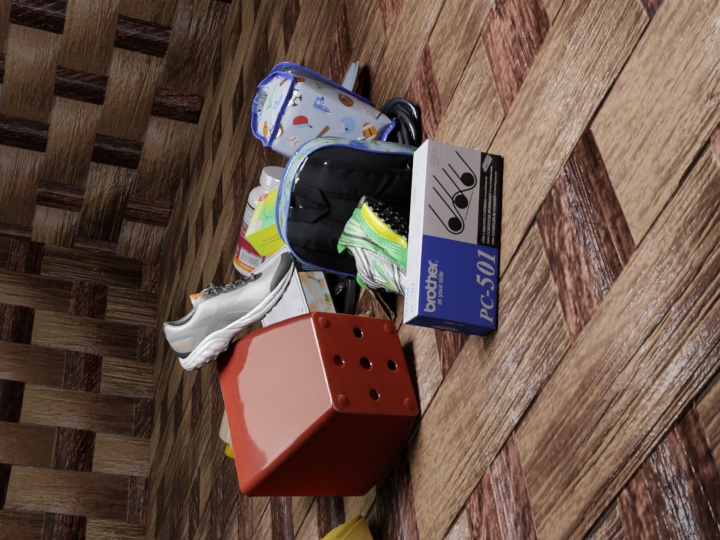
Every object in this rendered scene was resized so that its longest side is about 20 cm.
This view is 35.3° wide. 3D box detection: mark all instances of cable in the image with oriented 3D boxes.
[{"bbox_3d":[0.043,-0.145,1.596,0.163,0.050,0.202,127,153,-49],"label":"cable"}]

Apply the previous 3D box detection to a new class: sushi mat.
[{"bbox_3d":[0.000,0.000,1.605,0.096,0.012,0.200,57,179,-23],"label":"sushi mat"}]

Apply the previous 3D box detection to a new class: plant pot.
[{"bbox_3d":[-0.041,0.157,1.422,0.176,0.198,0.202,-41,53,41],"label":"plant pot"}]

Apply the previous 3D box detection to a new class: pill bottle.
[{"bbox_3d":[-0.168,-0.089,2.147,0.113,0.112,0.202,-115,38,-63],"label":"pill bottle"}]

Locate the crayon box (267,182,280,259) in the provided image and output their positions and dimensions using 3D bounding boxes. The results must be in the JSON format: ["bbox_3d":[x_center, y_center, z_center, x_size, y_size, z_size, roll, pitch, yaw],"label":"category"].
[{"bbox_3d":[-0.120,-0.044,1.884,0.126,0.051,0.202,168,105,-73],"label":"crayon box"}]

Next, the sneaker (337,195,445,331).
[{"bbox_3d":[0.048,0.004,1.323,0.086,0.078,0.200,-55,53,19],"label":"sneaker"}]

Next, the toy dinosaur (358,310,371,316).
[{"bbox_3d":[-0.010,0.147,1.578,0.101,0.058,0.201,118,156,-44],"label":"toy dinosaur"}]

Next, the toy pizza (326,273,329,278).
[{"bbox_3d":[-0.091,-0.010,1.960,0.200,0.031,0.203,-170,90,-74],"label":"toy pizza"}]

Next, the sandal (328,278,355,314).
[{"bbox_3d":[-0.050,0.058,1.782,0.200,0.045,0.076,126,149,-57],"label":"sandal"}]

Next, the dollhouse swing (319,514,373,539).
[{"bbox_3d":[-0.020,0.457,1.478,0.182,0.176,0.200,-42,-4,-29],"label":"dollhouse swing"}]

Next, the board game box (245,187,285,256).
[{"bbox_3d":[-0.076,-0.102,1.726,0.199,0.048,0.102,-22,33,28],"label":"board game box"}]

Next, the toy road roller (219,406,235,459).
[{"bbox_3d":[-0.110,0.237,1.627,0.146,0.198,0.124,-51,-25,-78],"label":"toy road roller"}]

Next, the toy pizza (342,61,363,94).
[{"bbox_3d":[-0.031,-0.249,1.882,0.200,0.031,0.202,-160,90,-83],"label":"toy pizza"}]

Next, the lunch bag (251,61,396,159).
[{"bbox_3d":[-0.061,-0.211,1.606,0.125,0.169,0.200,-66,18,5],"label":"lunch bag"}]

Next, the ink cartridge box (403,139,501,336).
[{"bbox_3d":[0.102,-0.036,1.236,0.044,0.093,0.202,141,137,-65],"label":"ink cartridge box"}]

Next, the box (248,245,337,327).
[{"bbox_3d":[-0.094,0.073,1.733,0.116,0.060,0.202,-36,65,42],"label":"box"}]

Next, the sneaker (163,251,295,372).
[{"bbox_3d":[-0.165,0.041,1.440,0.200,0.080,0.074,-40,11,-3],"label":"sneaker"}]

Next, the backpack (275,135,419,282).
[{"bbox_3d":[-0.007,-0.082,1.446,0.147,0.198,0.185,-133,53,-69],"label":"backpack"}]
